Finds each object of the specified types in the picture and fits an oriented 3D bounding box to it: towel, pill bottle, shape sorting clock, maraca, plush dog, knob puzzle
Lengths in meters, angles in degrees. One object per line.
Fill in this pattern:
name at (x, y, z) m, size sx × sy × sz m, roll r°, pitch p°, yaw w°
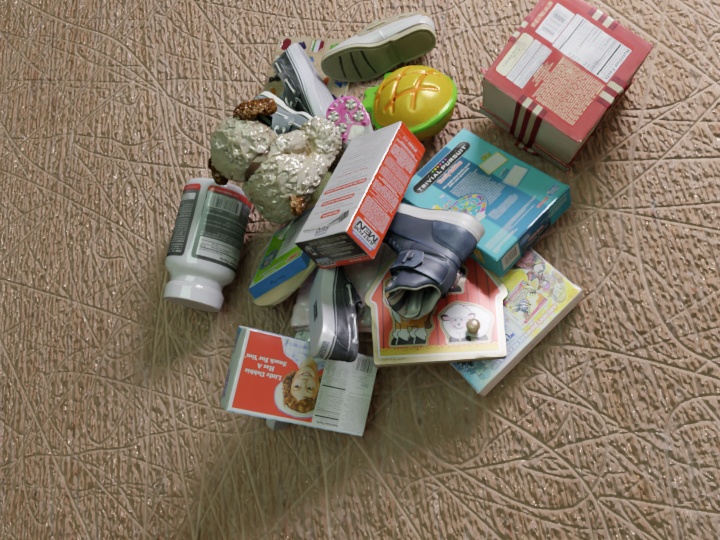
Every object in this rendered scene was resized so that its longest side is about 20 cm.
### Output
towel at (0.000, 0.000, 1.073) m, size 0.190 × 0.032 × 0.200 m, roll 0°, pitch 58°, yaw 23°
pill bottle at (-0.254, -0.041, 1.171) m, size 0.116 × 0.116 × 0.201 m, roll 6°, pitch 76°, yaw 22°
shape sorting clock at (-0.102, -0.028, 1.104) m, size 0.200 × 0.039 × 0.200 m, roll -40°, pitch 25°, yaw 23°
maraca at (0.073, -0.271, 1.129) m, size 0.137 × 0.107 × 0.200 m, roll -37°, pitch 40°, yaw -7°
plush dog at (-0.146, -0.159, 1.066) m, size 0.172 × 0.161 × 0.200 m, roll 34°, pitch 119°, yaw -10°
knob puzzle at (0.103, 0.031, 0.983) m, size 0.219 × 0.030 × 0.220 m, roll -4°, pitch 57°, yaw 6°

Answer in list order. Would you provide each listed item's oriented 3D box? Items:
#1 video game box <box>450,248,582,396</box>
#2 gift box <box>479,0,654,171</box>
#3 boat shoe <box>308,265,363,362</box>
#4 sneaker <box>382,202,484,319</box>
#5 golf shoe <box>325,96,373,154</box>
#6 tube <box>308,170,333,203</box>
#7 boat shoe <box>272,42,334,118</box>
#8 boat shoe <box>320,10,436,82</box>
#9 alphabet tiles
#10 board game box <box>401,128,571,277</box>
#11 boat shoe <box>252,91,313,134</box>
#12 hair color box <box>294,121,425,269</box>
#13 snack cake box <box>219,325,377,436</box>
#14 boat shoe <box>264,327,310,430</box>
video game box at (0.181, 0.045, 1.020) m, size 0.200 × 0.047 × 0.182 m, roll -45°, pitch 60°, yaw 3°
gift box at (0.273, -0.276, 1.004) m, size 0.200 × 0.187 × 0.185 m, roll 43°, pitch 93°, yaw 10°
boat shoe at (-0.030, 0.047, 0.996) m, size 0.200 × 0.068 × 0.072 m, roll -95°, pitch 26°, yaw -52°
sneaker at (0.053, -0.014, 0.966) m, size 0.202 × 0.077 × 0.146 m, roll 9°, pitch 63°, yaw 48°
golf shoe at (0.013, -0.179, 1.135) m, size 0.075 × 0.092 × 0.200 m, roll -23°, pitch 79°, yaw 4°
tube at (-0.091, -0.152, 1.184) m, size 0.200 × 0.058 × 0.052 m, roll 32°, pitch 53°, yaw 20°
boat shoe at (-0.096, -0.301, 1.218) m, size 0.071 × 0.072 × 0.200 m, roll -35°, pitch 55°, yaw 17°
boat shoe at (0.030, -0.377, 1.198) m, size 0.199 × 0.075 × 0.069 m, roll -12°, pitch 51°, yaw 15°
alphabet tiles at (-0.097, -0.322, 1.258) m, size 0.167 × 0.008 × 0.201 m, roll 11°, pitch 78°, yaw 23°
board game box at (0.174, -0.103, 1.025) m, size 0.151 × 0.047 × 0.200 m, roll -44°, pitch 55°, yaw -11°
boat shoe at (-0.126, -0.234, 1.190) m, size 0.062 × 0.073 × 0.200 m, roll -35°, pitch 54°, yaw -23°
hair color box at (0.002, -0.104, 0.987) m, size 0.111 × 0.064 × 0.200 m, roll -9°, pitch 45°, yaw 48°
snack cake box at (-0.085, 0.156, 1.002) m, size 0.199 × 0.067 × 0.115 m, roll 16°, pitch 84°, yaw -19°
boat shoe at (-0.104, 0.138, 1.084) m, size 0.086 × 0.075 × 0.202 m, roll 25°, pitch 81°, yaw 25°
